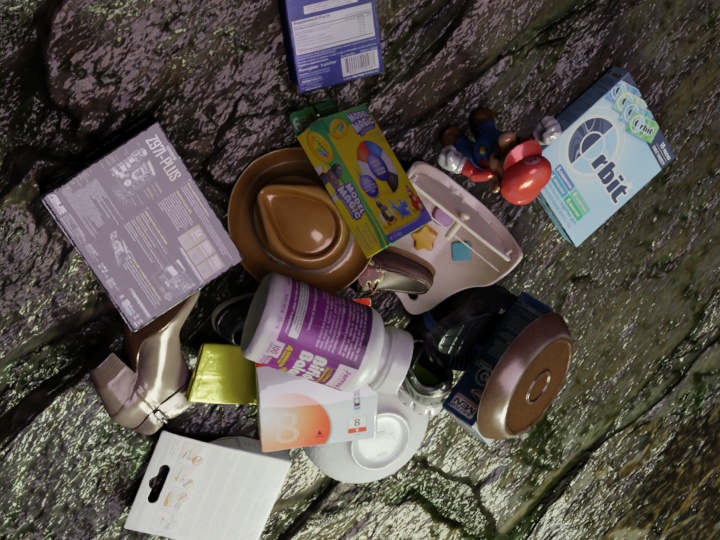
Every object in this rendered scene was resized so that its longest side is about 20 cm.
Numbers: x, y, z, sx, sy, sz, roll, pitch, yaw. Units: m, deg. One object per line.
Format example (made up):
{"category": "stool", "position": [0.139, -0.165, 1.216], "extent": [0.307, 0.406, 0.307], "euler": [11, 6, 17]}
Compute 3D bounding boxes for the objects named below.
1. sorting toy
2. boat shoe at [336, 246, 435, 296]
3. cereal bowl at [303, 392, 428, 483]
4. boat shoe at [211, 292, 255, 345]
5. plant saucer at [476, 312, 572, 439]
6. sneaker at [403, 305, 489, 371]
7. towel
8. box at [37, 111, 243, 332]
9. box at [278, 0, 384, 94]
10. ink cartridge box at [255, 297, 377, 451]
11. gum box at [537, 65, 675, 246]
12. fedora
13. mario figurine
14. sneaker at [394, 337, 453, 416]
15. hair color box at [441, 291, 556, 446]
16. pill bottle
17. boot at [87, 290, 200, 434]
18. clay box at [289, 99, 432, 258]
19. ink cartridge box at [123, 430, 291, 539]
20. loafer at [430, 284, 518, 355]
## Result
{"category": "sorting toy", "position": [0.085, -0.033, 1.552], "extent": [0.199, 0.107, 0.180], "euler": [37, 109, -17]}
{"category": "boat shoe", "position": [0.000, 0.000, 1.503], "extent": [0.198, 0.071, 0.071], "euler": [16, 146, -3]}
{"category": "cereal bowl", "position": [0.014, 0.225, 1.644], "extent": [0.198, 0.083, 0.202], "euler": [-10, 116, -21]}
{"category": "boat shoe", "position": [-0.099, 0.046, 1.519], "extent": [0.197, 0.066, 0.075], "euler": [-18, 120, -16]}
{"category": "plant saucer", "position": [0.236, 0.154, 1.576], "extent": [0.200, 0.034, 0.202], "euler": [-35, 143, -32]}
{"category": "sneaker", "position": [0.137, 0.114, 1.665], "extent": [0.078, 0.071, 0.199], "euler": [-40, 132, 24]}
{"category": "towel", "position": [-0.143, 0.141, 1.548], "extent": [0.199, 0.018, 0.087], "euler": [7, 106, -41]}
{"category": "box", "position": [-0.263, -0.059, 1.366], "extent": [0.163, 0.086, 0.201], "euler": [-34, 112, -6]}
{"category": "box", "position": [-0.040, -0.328, 1.393], "extent": [0.120, 0.032, 0.202], "euler": [-17, 120, -17]}
{"category": "ink cartridge box", "position": [-0.057, 0.140, 1.499], "extent": [0.160, 0.050, 0.202], "euler": [-6, 123, -10]}
{"category": "gum box", "position": [0.337, -0.162, 1.635], "extent": [0.200, 0.045, 0.170], "euler": [-42, 123, -1]}
{"category": "fedora", "position": [-0.074, -0.061, 1.421], "extent": [0.198, 0.082, 0.203], "euler": [0, 88, 1]}
{"category": "mario figurine", "position": [0.177, -0.165, 1.468], "extent": [0.105, 0.200, 0.124], "euler": [21, 103, -31]}
{"category": "sneaker", "position": [0.049, 0.118, 1.574], "extent": [0.199, 0.074, 0.088], "euler": [36, 135, -4]}
{"category": "hair color box", "position": [0.205, 0.139, 1.609], "extent": [0.201, 0.060, 0.100], "euler": [-54, 148, -8]}
{"category": "pill bottle", "position": [-0.040, 0.085, 1.411], "extent": [0.198, 0.112, 0.113], "euler": [20, 105, -14]}
{"category": "boot", "position": [-0.257, 0.120, 1.488], "extent": [0.199, 0.070, 0.147], "euler": [-39, 129, -3]}
{"category": "clay box", "position": [0.000, -0.125, 1.411], "extent": [0.047, 0.115, 0.201], "euler": [-29, 90, 35]}
{"category": "ink cartridge box", "position": [-0.216, 0.307, 1.606], "extent": [0.198, 0.050, 0.164], "euler": [18, 105, -21]}
{"category": "loafer", "position": [0.149, 0.063, 1.593], "extent": [0.199, 0.072, 0.073], "euler": [-16, 142, -54]}
